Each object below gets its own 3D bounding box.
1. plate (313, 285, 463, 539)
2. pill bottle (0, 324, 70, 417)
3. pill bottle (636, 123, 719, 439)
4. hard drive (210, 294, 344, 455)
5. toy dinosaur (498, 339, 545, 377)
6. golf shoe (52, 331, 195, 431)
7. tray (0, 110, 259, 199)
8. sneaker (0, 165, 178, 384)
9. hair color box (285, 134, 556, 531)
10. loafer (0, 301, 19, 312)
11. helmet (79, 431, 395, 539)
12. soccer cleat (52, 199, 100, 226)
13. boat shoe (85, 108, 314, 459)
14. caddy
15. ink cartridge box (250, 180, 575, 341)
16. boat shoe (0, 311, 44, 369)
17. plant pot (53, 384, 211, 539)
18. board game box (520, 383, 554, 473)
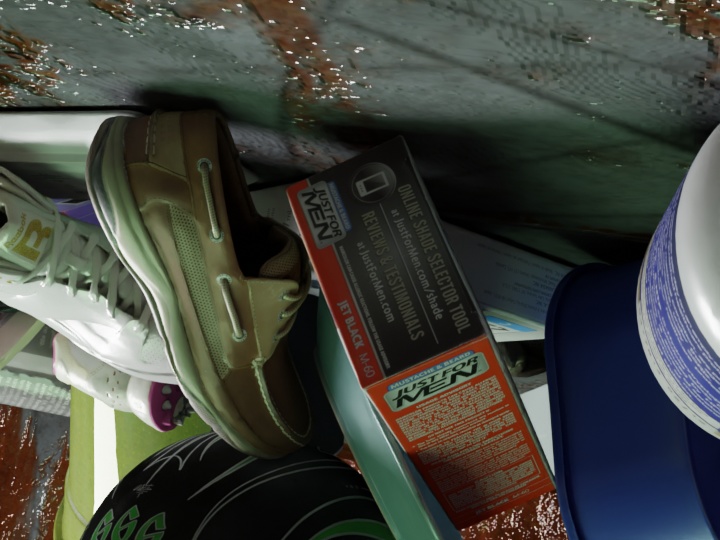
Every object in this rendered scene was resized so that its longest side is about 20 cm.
[{"bbox_3d":[0.016,0.096,0.818,0.025,0.202,0.200,-26,166,1],"label":"plate"},{"bbox_3d":[-0.235,0.053,1.225,0.198,0.115,0.114,14,169,-20],"label":"pill bottle"},{"bbox_3d":[0.164,-0.003,0.547,0.118,0.121,0.200,9,170,6],"label":"pill bottle"},{"bbox_3d":[-0.041,0.064,1.006,0.042,0.136,0.200,9,178,14],"label":"hard drive"},{"bbox_3d":[0.092,0.048,1.067,0.199,0.078,0.102,-18,171,38],"label":"toy dinosaur"},{"bbox_3d":[-0.115,0.026,0.960,0.091,0.076,0.200,11,-160,13],"label":"golf shoe"},{"bbox_3d":[-0.161,-0.057,0.833,0.198,0.022,0.107,3,168,32],"label":"tray"},{"bbox_3d":[-0.149,0.002,0.822,0.198,0.074,0.116,18,172,13],"label":"sneaker"},{"bbox_3d":[0.034,0.038,0.765,0.063,0.112,0.200,-23,149,2],"label":"hair color box"},{"bbox_3d":[-0.214,-0.013,1.037,0.198,0.073,0.073,12,133,26],"label":"loafer"},{"bbox_3d":[-0.059,0.182,0.849,0.198,0.191,0.201,21,137,21],"label":"helmet"},{"bbox_3d":[-0.209,-0.024,0.932,0.198,0.067,0.076,9,177,28],"label":"soccer cleat"},{"bbox_3d":[-0.059,0.010,0.756,0.071,0.076,0.201,-16,126,14],"label":"boat shoe"},{"bbox_3d":[0.160,0.087,0.848,0.104,0.202,0.141,-20,151,37],"label":"caddy"},{"bbox_3d":[0.000,0.000,0.923,0.199,0.045,0.175,18,165,-37],"label":"ink cartridge box"},{"bbox_3d":[-0.266,0.037,1.087,0.068,0.200,0.072,43,146,-2],"label":"boat shoe"},{"bbox_3d":[-0.130,0.101,1.105,0.198,0.201,0.192,7,125,15],"label":"plant pot"},{"bbox_3d":[0.201,0.094,1.021,0.198,0.065,0.148,-9,173,-10],"label":"board game box"}]
